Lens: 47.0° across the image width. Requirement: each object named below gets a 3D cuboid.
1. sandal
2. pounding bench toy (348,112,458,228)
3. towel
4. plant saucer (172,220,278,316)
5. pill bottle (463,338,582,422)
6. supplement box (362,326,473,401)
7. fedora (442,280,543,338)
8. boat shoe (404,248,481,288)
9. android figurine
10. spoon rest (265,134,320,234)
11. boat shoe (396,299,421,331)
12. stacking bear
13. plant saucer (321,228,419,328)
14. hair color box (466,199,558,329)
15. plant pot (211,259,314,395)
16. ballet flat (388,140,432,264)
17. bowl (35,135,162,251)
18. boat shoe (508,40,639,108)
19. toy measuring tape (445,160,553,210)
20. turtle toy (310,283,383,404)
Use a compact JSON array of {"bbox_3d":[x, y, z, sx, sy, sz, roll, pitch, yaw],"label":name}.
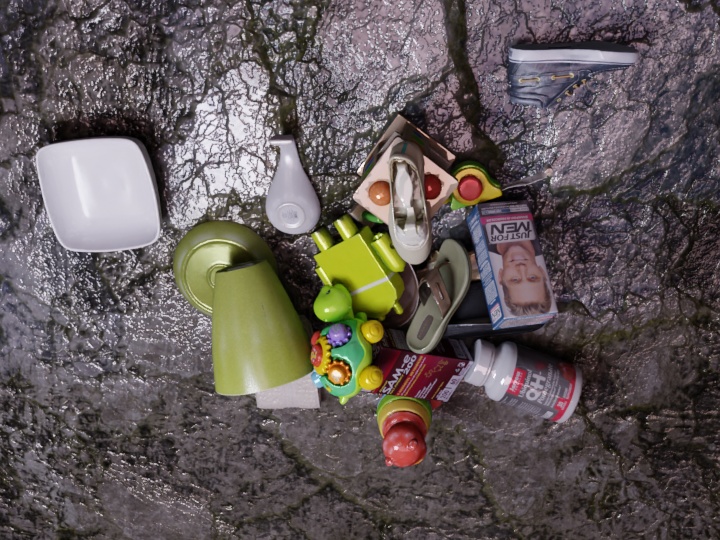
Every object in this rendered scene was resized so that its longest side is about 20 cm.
[{"bbox_3d":[0.126,0.044,1.385,0.057,0.079,0.204,18,95,-44],"label":"sandal"},{"bbox_3d":[0.052,-0.124,1.359,0.123,0.157,0.201,34,114,-12],"label":"pounding bench toy"},{"bbox_3d":[-0.147,0.177,1.585,0.130,0.035,0.203,-1,115,7],"label":"towel"},{"bbox_3d":[-0.250,0.008,1.516,0.196,0.031,0.203,2,116,4],"label":"plant saucer"},{"bbox_3d":[0.295,0.196,1.515,0.197,0.111,0.112,19,115,-5],"label":"pill bottle"},{"bbox_3d":[0.091,0.169,1.481,0.197,0.061,0.110,11,124,-28],"label":"supplement box"},{"bbox_3d":[0.224,0.066,1.455,0.197,0.201,0.093,-6,82,7],"label":"fedora"},{"bbox_3d":[0.157,-0.010,1.458,0.197,0.074,0.068,-10,91,17],"label":"boat shoe"},{"bbox_3d":[0.000,0.000,1.416,0.181,0.041,0.201,-26,104,43],"label":"android figurine"},{"bbox_3d":[-0.121,-0.149,1.425,0.098,0.061,0.202,1,128,5],"label":"spoon rest"},{"bbox_3d":[0.079,0.118,1.526,0.201,0.074,0.063,-45,138,12],"label":"boat shoe"},{"bbox_3d":[0.082,0.282,1.523,0.121,0.201,0.114,-33,109,18],"label":"stacking bear"},{"bbox_3d":[0.019,0.011,1.462,0.197,0.032,0.203,16,127,22],"label":"plant saucer"},{"bbox_3d":[0.249,-0.011,1.369,0.098,0.203,0.061,-6,160,-14],"label":"hair color box"},{"bbox_3d":[-0.185,0.089,1.448,0.184,0.187,0.203,-11,98,9],"label":"plant pot"},{"bbox_3d":[0.072,-0.092,1.250,0.068,0.070,0.203,-6,115,7],"label":"ballet flat"},{"bbox_3d":[-0.442,-0.139,1.438,0.196,0.075,0.203,-4,114,6],"label":"bowl"},{"bbox_3d":[0.332,-0.308,1.303,0.197,0.071,0.092,3,117,11],"label":"boat shoe"},{"bbox_3d":[0.217,-0.159,1.379,0.197,0.074,0.074,-18,113,13],"label":"toy measuring tape"},{"bbox_3d":[-0.034,0.124,1.402,0.100,0.204,0.145,8,163,-26],"label":"turtle toy"}]
